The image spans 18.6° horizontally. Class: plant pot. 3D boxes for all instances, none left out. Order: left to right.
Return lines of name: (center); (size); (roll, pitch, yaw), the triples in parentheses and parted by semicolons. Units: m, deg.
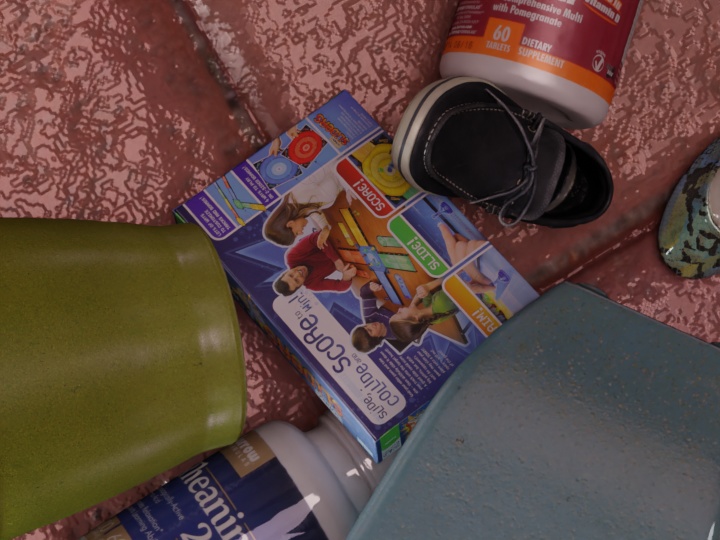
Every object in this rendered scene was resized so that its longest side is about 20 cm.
plant pot: (-0.172, 0.054, 1.249); (0.192, 0.200, 0.201); (-10, 90, -16)
plant pot: (0.132, 0.123, 1.235); (0.195, 0.196, 0.200); (25, 87, 17)

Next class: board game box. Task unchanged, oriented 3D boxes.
board game box: (0.000, 0.000, 1.314); (0.135, 0.034, 0.200); (-35, 65, -14)

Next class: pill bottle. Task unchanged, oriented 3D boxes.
pill bottle: (-0.064, 0.159, 1.308); (0.200, 0.111, 0.111); (-32, 94, -11)
pill bottle: (0.127, -0.197, 1.357); (0.109, 0.110, 0.201); (18, 85, -9)

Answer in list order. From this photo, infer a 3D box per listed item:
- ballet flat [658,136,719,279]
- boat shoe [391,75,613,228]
ballet flat: (0.270, -0.074, 1.401); (0.074, 0.074, 0.200); (45, 82, -6)
boat shoe: (0.089, -0.066, 1.311); (0.062, 0.200, 0.075); (26, 96, 35)
